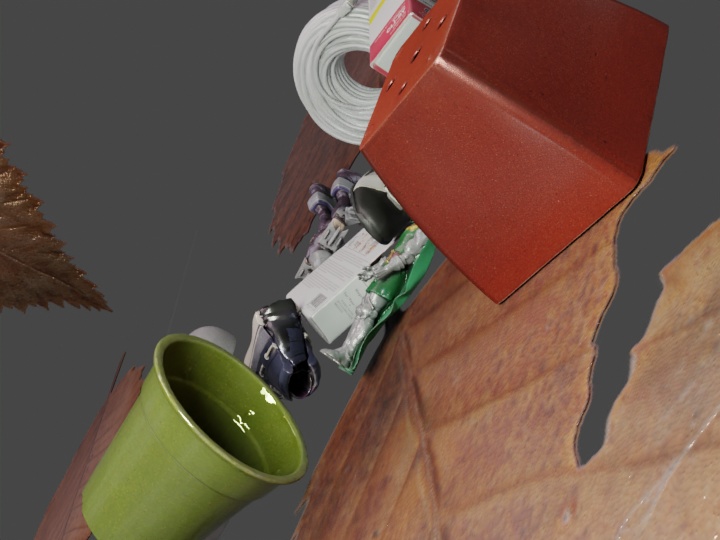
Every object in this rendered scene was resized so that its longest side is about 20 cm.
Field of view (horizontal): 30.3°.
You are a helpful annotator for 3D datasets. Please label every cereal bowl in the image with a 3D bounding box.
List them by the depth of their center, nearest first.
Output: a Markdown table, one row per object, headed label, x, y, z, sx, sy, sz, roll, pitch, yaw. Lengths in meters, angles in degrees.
| label | x | y | z | sx | sy | sz | roll | pitch | yaw |
| --- | --- | --- | --- | --- | --- | --- | --- | --- | --- |
| cereal bowl | -0.287 | 0.174 | 2.185 | 0.201 | 0.083 | 0.201 | -54 | 14 | 19 |

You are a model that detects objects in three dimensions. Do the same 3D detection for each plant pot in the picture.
| label | x | y | z | sx | sy | sz | roll | pitch | yaw |
| --- | --- | --- | --- | --- | --- | --- | --- | --- | --- |
| plant pot | 0.116 | -0.133 | 1.103 | 0.200 | 0.175 | 0.201 | -44 | 19 | 47 |
| plant pot | -0.190 | 0.205 | 1.385 | 0.190 | 0.199 | 0.201 | -47 | 16 | 16 |

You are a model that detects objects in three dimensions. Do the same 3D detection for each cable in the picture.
| label | x | y | z | sx | sy | sz | roll | pitch | yaw |
| --- | --- | --- | --- | --- | --- | --- | --- | --- | --- |
| cable | 0.006 | -0.268 | 1.788 | 0.199 | 0.200 | 0.070 | -27 | 23 | 34 |

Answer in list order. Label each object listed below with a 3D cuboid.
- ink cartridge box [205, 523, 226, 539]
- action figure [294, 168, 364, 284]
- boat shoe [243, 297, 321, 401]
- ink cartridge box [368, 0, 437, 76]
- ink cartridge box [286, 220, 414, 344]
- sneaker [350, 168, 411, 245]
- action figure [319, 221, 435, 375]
| label | x | y | z | sx | sy | sz | roll | pitch | yaw |
| --- | --- | --- | --- | --- | --- | --- | --- | --- | --- |
| ink cartridge box | -0.244 | 0.341 | 1.597 | 0.202 | 0.083 | 0.145 | -58 | 12 | 1 |
| action figure | -0.035 | -0.055 | 1.775 | 0.130 | 0.069 | 0.201 | -42 | 24 | 33 |
| boat shoe | -0.090 | 0.124 | 1.558 | 0.201 | 0.074 | 0.094 | 94 | 155 | -58 |
| ink cartridge box | 0.088 | -0.276 | 1.560 | 0.084 | 0.144 | 0.201 | -51 | 22 | 27 |
| ink cartridge box | 0.000 | 0.000 | 1.561 | 0.173 | 0.044 | 0.200 | -41 | 11 | -5 |
| sneaker | 0.051 | -0.101 | 1.483 | 0.088 | 0.074 | 0.200 | -35 | 13 | 30 |
| action figure | 0.029 | 0.012 | 1.401 | 0.201 | 0.054 | 0.118 | -57 | 9 | -8 |
